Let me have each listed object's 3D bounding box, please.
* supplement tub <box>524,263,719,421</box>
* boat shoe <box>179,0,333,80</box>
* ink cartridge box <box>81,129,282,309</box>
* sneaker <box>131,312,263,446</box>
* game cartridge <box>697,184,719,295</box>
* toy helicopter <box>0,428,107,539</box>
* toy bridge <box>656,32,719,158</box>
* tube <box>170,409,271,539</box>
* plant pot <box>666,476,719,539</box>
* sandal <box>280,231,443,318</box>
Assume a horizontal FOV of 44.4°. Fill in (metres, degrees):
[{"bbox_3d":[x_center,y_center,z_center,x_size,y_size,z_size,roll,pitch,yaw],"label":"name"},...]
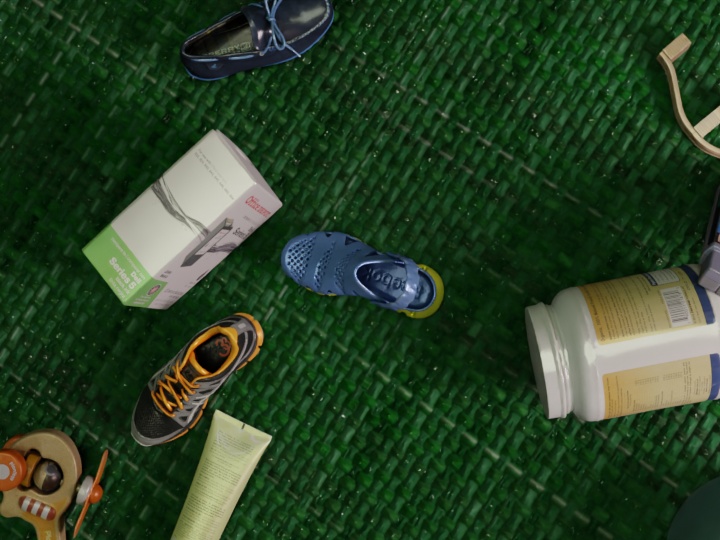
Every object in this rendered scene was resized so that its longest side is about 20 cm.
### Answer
[{"bbox_3d":[0.286,0.081,0.953,0.196,0.144,0.148,-11,84,5],"label":"supplement tub"},{"bbox_3d":[-0.124,-0.282,1.067,0.197,0.069,0.085,-28,83,3],"label":"boat shoe"},{"bbox_3d":[-0.199,-0.053,1.018,0.199,0.145,0.084,-41,82,2],"label":"ink cartridge box"},{"bbox_3d":[-0.202,0.126,1.038,0.078,0.077,0.200,43,92,6],"label":"sneaker"},{"bbox_3d":[0.432,-0.026,0.938,0.128,0.039,0.201,31,45,4],"label":"game cartridge"},{"bbox_3d":[-0.364,0.290,1.056,0.129,0.079,0.205,-6,95,-3],"label":"toy helicopter"},{"bbox_3d":[0.409,-0.175,1.019,0.067,0.027,0.201,-37,82,4],"label":"toy bridge"},{"bbox_3d":[-0.176,0.274,1.040,0.057,0.052,0.203,26,83,-34],"label":"tube"},{"bbox_3d":[0.432,0.321,0.907,0.196,0.161,0.205,-1,86,7],"label":"plant pot"},{"bbox_3d":[0.000,0.000,1.022,0.196,0.087,0.081,12,88,9],"label":"sandal"}]
